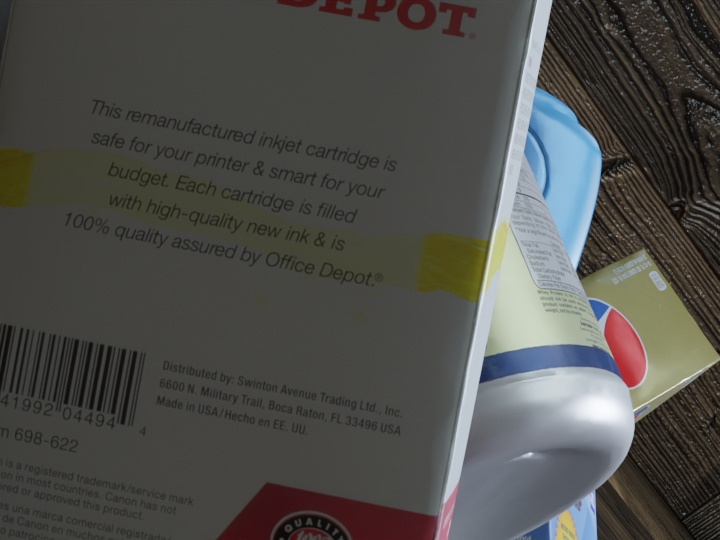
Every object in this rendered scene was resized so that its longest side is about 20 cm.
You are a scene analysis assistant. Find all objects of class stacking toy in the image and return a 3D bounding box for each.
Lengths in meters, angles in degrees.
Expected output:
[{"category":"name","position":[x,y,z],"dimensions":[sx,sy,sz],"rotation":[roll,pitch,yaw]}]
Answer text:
[{"category":"stacking toy","position":[0.031,-0.005,1.208],"dimensions":[0.115,0.110,0.200],"rotation":[21,-31,-6]}]

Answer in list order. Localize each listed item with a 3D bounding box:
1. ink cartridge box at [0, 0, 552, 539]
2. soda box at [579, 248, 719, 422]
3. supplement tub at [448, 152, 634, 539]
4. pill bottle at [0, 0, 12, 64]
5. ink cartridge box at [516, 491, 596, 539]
[{"category":"ink cartridge box","position":[-0.032,-0.005,0.702],"dimensions":[0.144,0.201,0.083],"rotation":[12,3,7]},{"category":"soda box","position":[0.068,0.056,1.045],"dimensions":[0.200,0.068,0.064],"rotation":[-24,77,-51]},{"category":"supplement tub","position":[0.000,0.000,0.894],"dimensions":[0.201,0.144,0.145],"rotation":[68,11,21]},{"category":"pill bottle","position":[-0.141,-0.057,0.765],"dimensions":[0.112,0.111,0.200],"rotation":[56,6,20]},{"category":"ink cartridge box","position":[0.069,0.140,1.176],"dimensions":[0.136,0.076,0.201],"rotation":[48,40,-66]}]
